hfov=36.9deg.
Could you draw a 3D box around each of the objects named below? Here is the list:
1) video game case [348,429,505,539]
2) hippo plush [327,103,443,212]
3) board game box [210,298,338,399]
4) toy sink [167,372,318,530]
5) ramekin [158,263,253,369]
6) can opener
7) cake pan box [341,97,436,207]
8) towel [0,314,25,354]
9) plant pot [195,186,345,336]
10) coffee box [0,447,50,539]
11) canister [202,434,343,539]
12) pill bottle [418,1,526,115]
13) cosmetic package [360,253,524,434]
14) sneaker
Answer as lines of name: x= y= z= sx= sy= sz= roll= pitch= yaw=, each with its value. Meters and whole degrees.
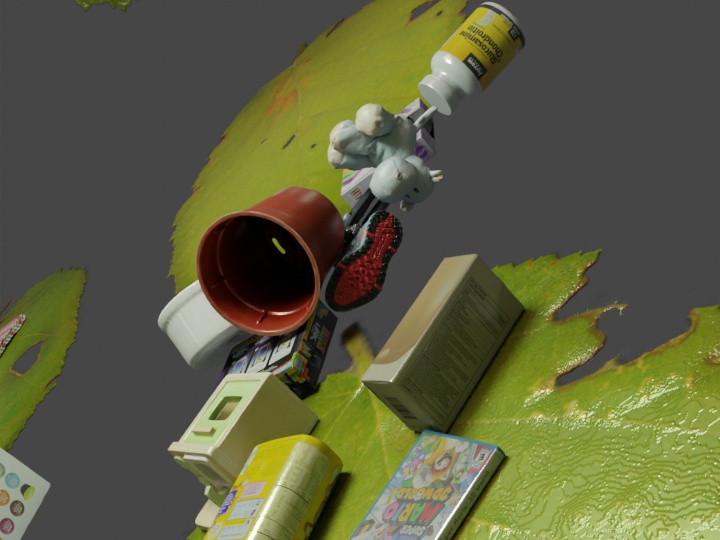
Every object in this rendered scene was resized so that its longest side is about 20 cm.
video game case: x=0.059 y=0.266 z=1.177 sx=0.200 sy=0.018 sz=0.143 roll=-53 pitch=24 yaw=-20
hippo plush: x=0.046 y=-0.172 z=1.805 sx=0.200 sy=0.161 sz=0.159 roll=-4 pitch=-26 yaw=-48
board game box: x=-0.138 y=0.150 z=1.672 sx=0.200 sy=0.057 sz=0.165 roll=-30 pitch=24 yaw=32
toy sink: x=-0.178 y=0.248 z=1.491 sx=0.130 sy=0.112 sz=0.200 roll=-9 pitch=40 yaw=55
ramekin: x=-0.224 y=0.079 z=1.784 sx=0.200 sy=0.098 sz=0.201 roll=-30 pitch=-15 yaw=-9
can opener: x=0.004 y=-0.091 z=1.841 sx=0.079 sy=0.063 sz=0.200 roll=-19 pitch=33 yaw=47
cake pan box: x=0.055 y=-0.217 z=1.997 sx=0.200 sy=0.052 sz=0.184 roll=-35 pitch=26 yaw=22
towel: x=-1.082 y=0.225 z=3.211 sx=0.146 sy=0.030 sz=0.200 roll=-29 pitch=24 yaw=33
plant pot: x=-0.122 y=-0.031 z=1.678 sx=0.201 sy=0.201 sz=0.195 roll=-31 pitch=10 yaw=29
coffee box: x=-0.738 y=0.445 z=1.996 sx=0.200 sy=0.198 sz=0.200 roll=-28 pitch=28 yaw=39
canister: x=-0.117 y=0.306 z=1.322 sx=0.148 sy=0.087 sz=0.200 roll=-21 pitch=31 yaw=44
pill bottle: x=0.199 y=-0.379 z=1.949 sx=0.200 sy=0.112 sz=0.112 roll=-48 pitch=22 yaw=-9
cosmetic package: x=0.102 y=0.088 z=1.307 sx=0.200 sy=0.105 sz=0.071 roll=-53 pitch=23 yaw=-24
sneaker: x=0.000 y=0.000 z=1.703 sx=0.200 sy=0.079 sz=0.096 roll=-56 pitch=7 yaw=-36
